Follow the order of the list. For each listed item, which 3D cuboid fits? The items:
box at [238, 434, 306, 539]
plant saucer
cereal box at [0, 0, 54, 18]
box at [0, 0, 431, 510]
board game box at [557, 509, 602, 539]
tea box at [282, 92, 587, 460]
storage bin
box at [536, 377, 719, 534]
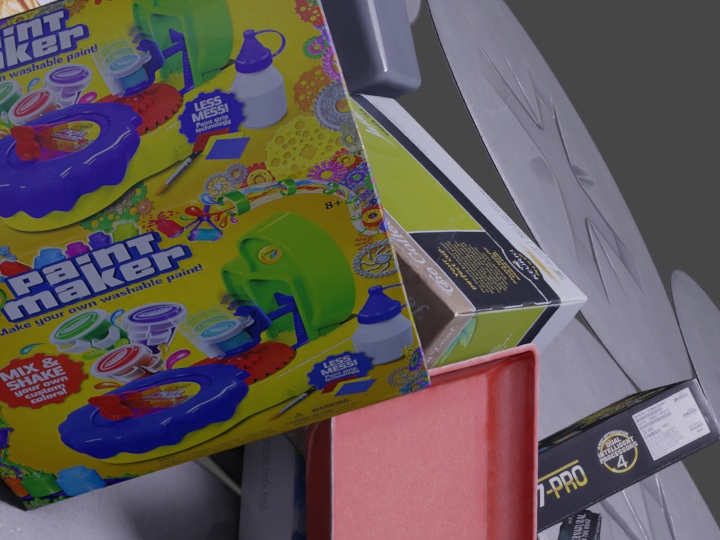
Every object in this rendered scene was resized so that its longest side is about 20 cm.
[{"bbox_3d":[-0.020,0.157,0.934,0.122,0.047,0.201,50,22,-29],"label":"box"},{"bbox_3d":[0.032,0.149,0.843,0.199,0.036,0.203,-9,102,-53],"label":"plant saucer"},{"bbox_3d":[-0.203,-0.146,0.898,0.145,0.039,0.200,56,19,-11],"label":"cereal box"},{"bbox_3d":[-0.090,-0.014,0.674,0.193,0.198,0.123,71,2,-57],"label":"box"},{"bbox_3d":[0.127,0.248,0.968,0.200,0.028,0.137,-43,134,-72],"label":"board game box"},{"bbox_3d":[0.000,0.000,0.958,0.200,0.134,0.196,47,22,21],"label":"tea box"},{"bbox_3d":[-0.051,-0.170,1.123,0.145,0.198,0.136,-1,74,-69],"label":"storage bin"},{"bbox_3d":[0.125,0.138,1.031,0.049,0.198,0.161,63,-7,8],"label":"box"}]
